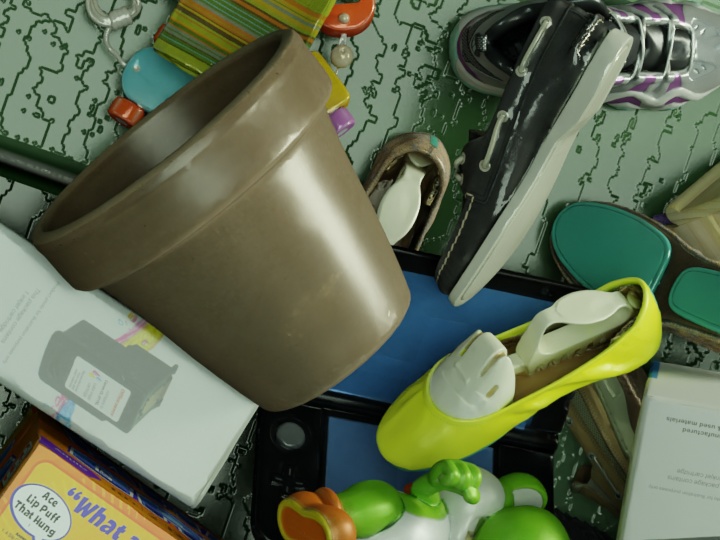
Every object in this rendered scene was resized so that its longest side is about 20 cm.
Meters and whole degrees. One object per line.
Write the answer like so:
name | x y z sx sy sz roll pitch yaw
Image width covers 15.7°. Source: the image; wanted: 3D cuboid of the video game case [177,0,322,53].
video game case | -0.074 -0.258 1.664 0.182 0.024 0.200 -43 85 -8

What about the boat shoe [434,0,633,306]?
boat shoe | 0.093 -0.072 1.601 0.060 0.074 0.200 33 109 11

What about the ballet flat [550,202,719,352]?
ballet flat | 0.207 0.017 1.687 0.068 0.200 0.067 -56 140 -3

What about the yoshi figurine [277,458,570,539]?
yoshi figurine | 0.050 0.166 1.550 0.200 0.112 0.112 -10 75 -40

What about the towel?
towel | -0.046 -0.202 1.636 0.086 0.018 0.200 29 81 0

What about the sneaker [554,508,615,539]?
sneaker | 0.081 0.191 1.724 0.200 0.070 0.082 17 109 -7

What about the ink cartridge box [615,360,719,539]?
ink cartridge box | 0.201 0.169 1.619 0.084 0.145 0.200 10 98 7

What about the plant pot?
plant pot | -0.066 -0.016 1.544 0.200 0.200 0.175 -39 104 -4

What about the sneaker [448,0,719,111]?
sneaker | 0.164 -0.139 1.670 0.200 0.140 0.078 -4 93 -8

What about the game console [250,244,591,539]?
game console | 0.044 0.094 1.639 0.200 0.119 0.172 12 53 -13

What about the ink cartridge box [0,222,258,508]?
ink cartridge box | -0.170 0.054 1.631 0.200 0.146 0.083 34 86 -9

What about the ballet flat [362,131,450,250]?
ballet flat | 0.000 0.000 1.692 0.068 0.067 0.200 23 90 -8

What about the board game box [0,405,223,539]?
board game box | -0.178 0.229 1.612 0.200 0.200 0.200 36 88 -8

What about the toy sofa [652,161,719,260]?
toy sofa | 0.287 0.017 1.737 0.083 0.098 0.200 -38 98 -29

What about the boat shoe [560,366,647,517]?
boat shoe | 0.175 0.132 1.733 0.076 0.072 0.200 -25 93 19

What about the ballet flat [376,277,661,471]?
ballet flat | 0.098 0.056 1.607 0.200 0.067 0.067 -23 56 -16

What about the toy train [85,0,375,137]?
toy train | -0.072 -0.146 1.685 0.200 0.056 0.150 -9 81 -3
